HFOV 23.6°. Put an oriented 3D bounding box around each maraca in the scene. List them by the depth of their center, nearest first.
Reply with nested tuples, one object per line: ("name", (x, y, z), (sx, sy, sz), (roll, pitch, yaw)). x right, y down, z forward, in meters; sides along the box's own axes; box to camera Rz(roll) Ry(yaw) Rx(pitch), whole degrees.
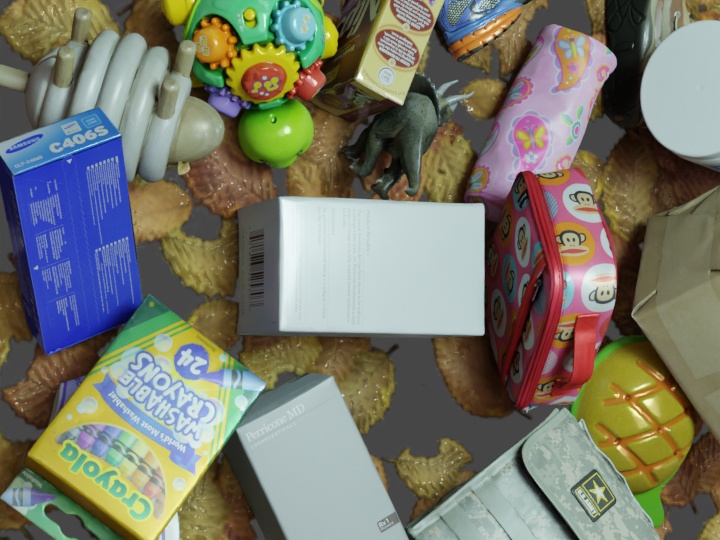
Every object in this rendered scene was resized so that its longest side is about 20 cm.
("maraca", (0.254, 0.161, 1.636), (0.135, 0.107, 0.203), (12, 93, -17))

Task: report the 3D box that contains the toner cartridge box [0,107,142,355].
("toner cartridge box", (-0.234, -0.029, 1.396), (0.094, 0.043, 0.202), (-23, 139, -23))

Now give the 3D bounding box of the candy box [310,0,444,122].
("candy box", (0.029, -0.240, 1.552), (0.056, 0.116, 0.202), (25, 77, -20))

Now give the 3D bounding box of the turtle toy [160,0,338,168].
("turtle toy", (-0.085, -0.177, 1.485), (0.144, 0.201, 0.102), (-13, 50, -1))

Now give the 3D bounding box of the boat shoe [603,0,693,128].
("boat shoe", (0.288, -0.238, 1.697), (0.073, 0.075, 0.203), (6, 93, -28))

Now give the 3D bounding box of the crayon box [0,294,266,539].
("crayon box", (-0.184, 0.138, 1.405), (0.125, 0.052, 0.201), (36, 69, -2))

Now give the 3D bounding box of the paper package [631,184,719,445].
("paper package", (0.355, 0.049, 1.632), (0.201, 0.103, 0.191), (53, 29, -20))

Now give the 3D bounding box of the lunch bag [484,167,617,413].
("lunch bag", (0.171, 0.028, 1.533), (0.081, 0.201, 0.178), (-3, 51, -12))

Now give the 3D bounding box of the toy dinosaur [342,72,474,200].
("toy dinosaur", (0.037, -0.124, 1.541), (0.077, 0.200, 0.103), (33, 107, -2))

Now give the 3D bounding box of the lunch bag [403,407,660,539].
("lunch bag", (0.162, 0.240, 1.552), (0.199, 0.118, 0.165), (-36, 84, -11))

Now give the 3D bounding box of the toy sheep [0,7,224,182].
("toy sheep", (-0.209, -0.140, 1.435), (0.198, 0.138, 0.139), (20, 79, -1))

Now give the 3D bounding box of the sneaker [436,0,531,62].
("sneaker", (0.143, -0.287, 1.631), (0.200, 0.075, 0.079), (-44, 100, -21))

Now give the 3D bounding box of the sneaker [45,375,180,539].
("sneaker", (-0.216, 0.187, 1.450), (0.113, 0.073, 0.203), (-6, 79, -20))

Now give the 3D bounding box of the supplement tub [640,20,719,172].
("supplement tub", (0.366, -0.156, 1.649), (0.199, 0.131, 0.134), (8, 83, -54))

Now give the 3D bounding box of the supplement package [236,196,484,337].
("supplement package", (0.000, 0.000, 1.525), (0.198, 0.117, 0.119), (2, 85, -23))

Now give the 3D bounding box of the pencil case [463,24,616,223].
("pencil case", (0.170, -0.130, 1.629), (0.087, 0.087, 0.202), (29, 76, -19))

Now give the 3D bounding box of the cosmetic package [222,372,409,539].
("cosmetic package", (-0.038, 0.200, 1.514), (0.106, 0.090, 0.202), (-29, 101, -19))
